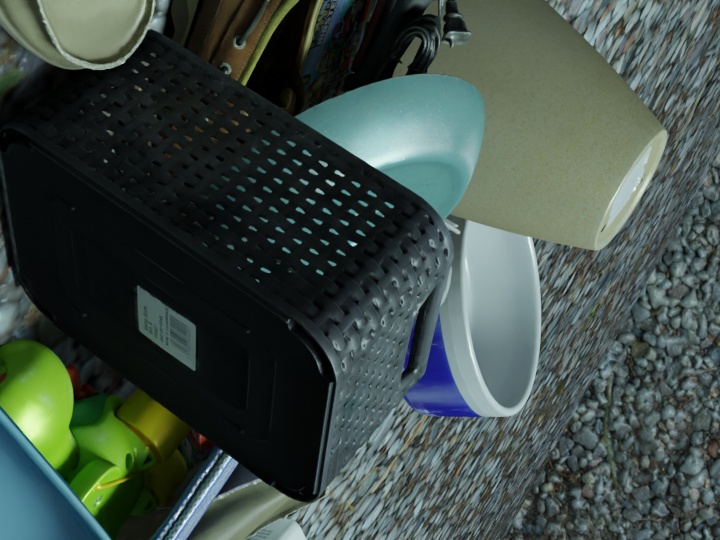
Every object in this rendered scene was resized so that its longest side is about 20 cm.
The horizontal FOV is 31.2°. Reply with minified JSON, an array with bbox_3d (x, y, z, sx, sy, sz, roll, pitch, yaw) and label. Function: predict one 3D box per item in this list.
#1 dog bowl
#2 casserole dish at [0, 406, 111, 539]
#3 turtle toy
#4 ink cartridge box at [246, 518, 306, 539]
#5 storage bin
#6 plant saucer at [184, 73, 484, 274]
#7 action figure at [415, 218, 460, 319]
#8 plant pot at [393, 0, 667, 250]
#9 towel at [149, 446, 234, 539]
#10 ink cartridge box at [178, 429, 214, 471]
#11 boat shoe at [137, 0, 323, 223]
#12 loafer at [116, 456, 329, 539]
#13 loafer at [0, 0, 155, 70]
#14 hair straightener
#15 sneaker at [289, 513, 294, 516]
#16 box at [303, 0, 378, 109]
[{"bbox_3d":[0.089,0.024,1.106,0.199,0.078,0.204,17,71,-63],"label":"dog bowl"},{"bbox_3d":[-0.187,0.116,0.577,0.120,0.201,0.039,-35,-161,1],"label":"casserole dish"},{"bbox_3d":[-0.168,0.106,0.676,0.146,0.101,0.201,-50,168,-28],"label":"turtle toy"},{"bbox_3d":[-0.138,0.273,0.949,0.200,0.145,0.085,-42,117,-37],"label":"ink cartridge box"},{"bbox_3d":[-0.067,-0.003,0.613,0.094,0.199,0.136,-43,158,-34],"label":"storage bin"},{"bbox_3d":[-0.008,-0.036,0.747,0.198,0.036,0.200,-24,160,-9],"label":"plant saucer"},{"bbox_3d":[0.000,0.000,0.934,0.070,0.129,0.201,-58,173,-34],"label":"action figure"},{"bbox_3d":[0.104,-0.104,0.898,0.188,0.199,0.188,-48,160,-24],"label":"plant pot"},{"bbox_3d":[-0.097,0.128,0.743,0.146,0.024,0.200,-56,179,-18],"label":"towel"},{"bbox_3d":[-0.074,0.096,0.911,0.108,0.051,0.201,-17,144,-21],"label":"ink cartridge box"},{"bbox_3d":[-0.067,-0.092,0.682,0.072,0.068,0.202,-39,154,-44],"label":"boat shoe"},{"bbox_3d":[-0.103,0.177,0.873,0.198,0.070,0.075,-25,142,9],"label":"loafer"},{"bbox_3d":[-0.109,-0.142,0.492,0.076,0.068,0.201,-49,160,-23],"label":"loafer"},{"bbox_3d":[0.027,-0.144,0.732,0.040,0.077,0.201,10,121,-35],"label":"hair straightener"},{"bbox_3d":[-0.072,0.156,1.069,0.072,0.072,0.202,-39,153,-39],"label":"sneaker"},{"bbox_3d":[-0.038,-0.106,0.790,0.110,0.034,0.202,-28,145,-56],"label":"box"}]
